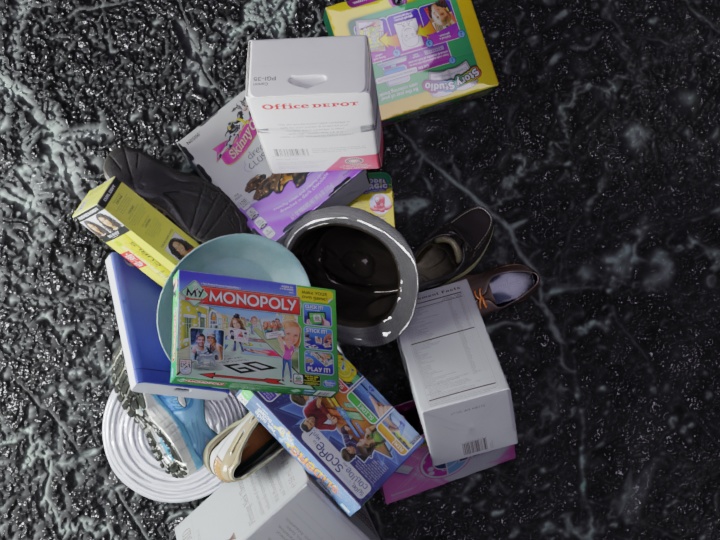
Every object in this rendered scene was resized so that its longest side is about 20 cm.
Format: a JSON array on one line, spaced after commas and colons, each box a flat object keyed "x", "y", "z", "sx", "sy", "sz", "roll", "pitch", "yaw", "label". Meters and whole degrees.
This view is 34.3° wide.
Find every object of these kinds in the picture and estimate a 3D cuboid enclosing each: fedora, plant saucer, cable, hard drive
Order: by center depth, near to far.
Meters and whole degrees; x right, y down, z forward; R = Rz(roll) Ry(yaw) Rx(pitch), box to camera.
[{"x": -0.159, "y": 0.047, "z": 1.453, "sx": 0.201, "sy": 0.039, "sz": 0.201, "roll": -6, "pitch": 107, "yaw": -22, "label": "plant saucer"}, {"x": 0.000, "y": 0.000, "z": 1.488, "sx": 0.200, "sy": 0.090, "sz": 0.177, "roll": 10, "pitch": 107, "yaw": 24, "label": "fedora"}, {"x": -0.247, "y": 0.071, "z": 1.493, "sx": 0.132, "sy": 0.025, "sz": 0.200, "roll": 12, "pitch": 45, "yaw": -37, "label": "hard drive"}, {"x": -0.239, "y": 0.207, "z": 1.543, "sx": 0.200, "sy": 0.069, "sz": 0.200, "roll": 7, "pitch": 85, "yaw": -5, "label": "cable"}]

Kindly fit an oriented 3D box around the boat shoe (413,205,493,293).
[{"x": 0.119, "y": -0.022, "z": 1.574, "sx": 0.073, "sy": 0.065, "sz": 0.200, "roll": 41, "pitch": 63, "yaw": 5, "label": "boat shoe"}]

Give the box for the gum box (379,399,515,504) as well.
[{"x": 0.109, "y": 0.221, "z": 1.549, "sx": 0.200, "sy": 0.114, "sz": 0.066, "roll": -19, "pitch": 43, "yaw": -7, "label": "gum box"}]

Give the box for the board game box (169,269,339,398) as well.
[{"x": -0.124, "y": 0.076, "z": 1.390, "sx": 0.200, "sy": 0.029, "sz": 0.135, "roll": 7, "pitch": 64, "yaw": -22, "label": "board game box"}]

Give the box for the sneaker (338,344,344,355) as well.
[{"x": -0.069, "y": 0.158, "z": 1.547, "sx": 0.118, "sy": 0.074, "sz": 0.201, "roll": -20, "pitch": 104, "yaw": -5, "label": "sneaker"}]

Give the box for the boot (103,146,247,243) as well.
[{"x": -0.251, "y": -0.080, "z": 1.522, "sx": 0.200, "sy": 0.151, "sz": 0.073, "roll": 28, "pitch": 72, "yaw": -14, "label": "boot"}]

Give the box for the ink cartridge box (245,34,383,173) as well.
[{"x": -0.051, "y": -0.199, "z": 1.421, "sx": 0.146, "sy": 0.200, "sz": 0.083, "roll": -2, "pitch": 69, "yaw": 4, "label": "ink cartridge box"}]

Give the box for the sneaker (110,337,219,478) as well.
[{"x": -0.245, "y": 0.163, "z": 1.486, "sx": 0.090, "sy": 0.078, "sz": 0.200, "roll": -24, "pitch": 80, "yaw": -38, "label": "sneaker"}]

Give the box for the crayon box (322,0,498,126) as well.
[{"x": 0.069, "y": -0.303, "z": 1.616, "sx": 0.200, "sy": 0.058, "sz": 0.173, "roll": -17, "pitch": 89, "yaw": -6, "label": "crayon box"}]

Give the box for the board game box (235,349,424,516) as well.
[{"x": -0.035, "y": 0.179, "z": 1.418, "sx": 0.200, "sy": 0.034, "sz": 0.135, "roll": 46, "pitch": 52, "yaw": 6, "label": "board game box"}]

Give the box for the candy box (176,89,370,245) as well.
[{"x": -0.115, "y": -0.140, "z": 1.553, "sx": 0.168, "sy": 0.072, "sz": 0.200, "roll": -40, "pitch": 73, "yaw": -6, "label": "candy box"}]

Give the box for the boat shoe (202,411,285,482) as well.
[{"x": -0.103, "y": 0.190, "z": 1.455, "sx": 0.200, "sy": 0.068, "sz": 0.075, "roll": -45, "pitch": 119, "yaw": -17, "label": "boat shoe"}]

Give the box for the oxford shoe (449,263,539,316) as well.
[{"x": 0.149, "y": 0.036, "z": 1.592, "sx": 0.200, "sy": 0.073, "sz": 0.071, "roll": -23, "pitch": 89, "yaw": -6, "label": "oxford shoe"}]

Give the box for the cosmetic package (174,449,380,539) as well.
[{"x": -0.100, "y": 0.345, "z": 1.466, "sx": 0.200, "sy": 0.167, "sz": 0.166, "roll": -42, "pitch": 111, "yaw": 0, "label": "cosmetic package"}]

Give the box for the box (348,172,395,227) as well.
[{"x": -0.010, "y": -0.033, "z": 1.596, "sx": 0.117, "sy": 0.048, "sz": 0.200, "roll": -2, "pitch": 88, "yaw": -5, "label": "box"}]

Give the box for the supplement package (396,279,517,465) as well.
[{"x": 0.115, "y": 0.126, "z": 1.482, "sx": 0.114, "sy": 0.110, "sz": 0.200, "roll": -15, "pitch": 43, "yaw": -1, "label": "supplement package"}]

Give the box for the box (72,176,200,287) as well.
[{"x": -0.258, "y": -0.031, "z": 1.464, "sx": 0.200, "sy": 0.075, "sz": 0.050, "roll": 41, "pitch": 56, "yaw": -25, "label": "box"}]
